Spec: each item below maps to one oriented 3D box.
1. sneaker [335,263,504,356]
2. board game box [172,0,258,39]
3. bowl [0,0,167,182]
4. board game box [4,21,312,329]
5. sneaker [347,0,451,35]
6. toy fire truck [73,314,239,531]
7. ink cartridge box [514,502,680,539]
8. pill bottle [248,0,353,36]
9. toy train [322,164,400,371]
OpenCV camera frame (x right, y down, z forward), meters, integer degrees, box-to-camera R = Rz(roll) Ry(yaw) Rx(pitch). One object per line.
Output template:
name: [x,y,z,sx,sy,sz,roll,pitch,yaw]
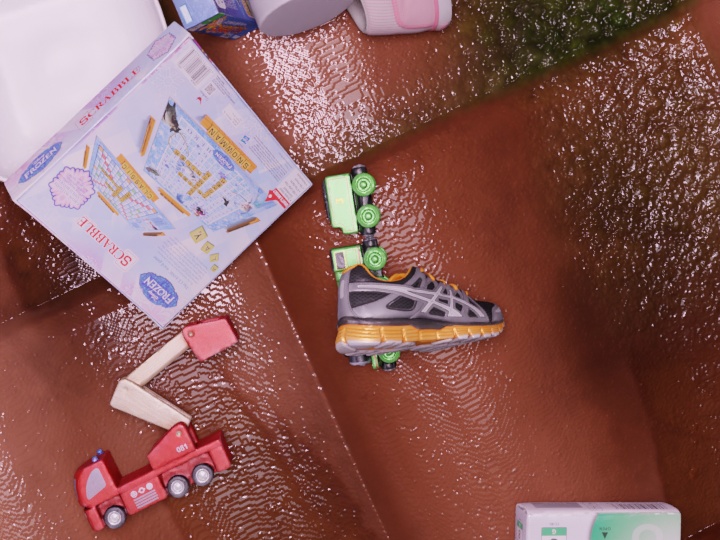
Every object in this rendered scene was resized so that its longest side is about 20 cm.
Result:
sneaker: [0.060,0.034,0.930,0.198,0.078,0.078,3,72,-42]
board game box: [-0.159,-0.308,0.886,0.034,0.135,0.202,-23,94,13]
bowl: [-0.271,-0.193,0.910,0.198,0.075,0.202,-19,95,-6]
board game box: [-0.171,-0.077,0.889,0.199,0.041,0.200,-43,132,-4]
sneaker: [0.015,-0.318,0.938,0.103,0.075,0.203,-14,98,-11]
toy fire truck: [-0.190,0.142,0.945,0.198,0.049,0.142,-25,94,-4]
ink cartridge box: [0.235,0.336,1.004,0.159,0.050,0.203,1,90,-7]
pill bottle: [-0.081,-0.323,0.895,0.112,0.113,0.202,-20,86,-6]
toy train: [0.000,0.000,0.968,0.056,0.042,0.203,-8,93,3]
